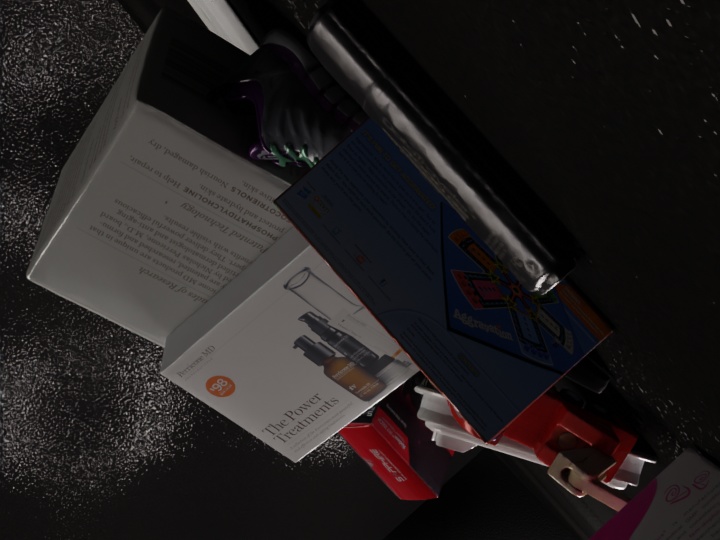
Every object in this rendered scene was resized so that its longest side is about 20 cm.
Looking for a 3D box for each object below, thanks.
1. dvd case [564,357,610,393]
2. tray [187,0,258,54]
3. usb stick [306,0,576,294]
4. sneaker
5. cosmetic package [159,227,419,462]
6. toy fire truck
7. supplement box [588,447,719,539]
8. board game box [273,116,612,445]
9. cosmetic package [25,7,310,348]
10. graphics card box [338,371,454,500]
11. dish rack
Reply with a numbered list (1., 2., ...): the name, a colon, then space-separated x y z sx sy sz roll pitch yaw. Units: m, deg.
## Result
1. dvd case: 0.082 0.012 0.914 0.143 0.018 0.200 28 -170 -37
2. tray: -0.141 -0.249 1.202 0.107 0.022 0.200 45 175 42
3. usb stick: 0.043 -0.069 0.686 0.200 0.033 0.055 49 170 5
4. sneaker: -0.027 -0.088 0.927 0.200 0.087 0.074 48 177 22
5. cosmetic package: -0.040 0.054 1.002 0.151 0.200 0.052 38 -151 -23
6. toy fire truck: 0.160 0.137 0.895 0.200 0.049 0.141 26 -165 -12
7. supplement box: 0.230 0.201 0.728 0.103 0.101 0.200 49 178 -20
8. board game box: 0.049 -0.003 0.766 0.200 0.103 0.019 49 180 12
9. cosmetic package: -0.149 -0.071 1.040 0.166 0.200 0.168 28 -147 -20
10. graphics card box: 0.056 0.099 1.178 0.051 0.200 0.126 -7 136 38
11. dish rack: 0.137 0.146 1.053 0.199 0.044 0.172 16 174 3
